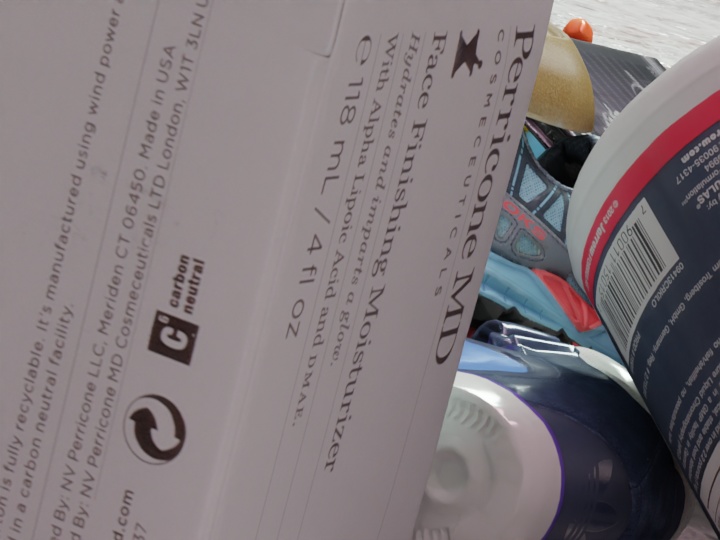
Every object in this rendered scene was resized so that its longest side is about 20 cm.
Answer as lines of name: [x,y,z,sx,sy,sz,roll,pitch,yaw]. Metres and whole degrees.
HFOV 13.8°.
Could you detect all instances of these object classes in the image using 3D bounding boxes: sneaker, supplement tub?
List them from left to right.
sneaker: [0.011,0.047,0.946,0.199,0.081,0.146,20,6,33]
sneaker: [0.086,0.002,1.043,0.079,0.096,0.200,-1,-21,40]
supplement tub: [0.158,0.033,0.863,0.140,0.141,0.201,3,48,-39]

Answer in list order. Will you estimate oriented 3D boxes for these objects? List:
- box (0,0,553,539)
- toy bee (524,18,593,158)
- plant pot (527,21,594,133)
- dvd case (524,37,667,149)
box: [-0.078,-0.015,0.818,0.199,0.200,0.131,20,16,24]
toy bee: [0.075,-0.057,1.327,0.199,0.109,0.131,12,-28,-41]
plant pot: [-0.002,-0.105,1.040,0.199,0.028,0.200,27,10,-5]
dvd case: [0.126,-0.040,1.209,0.149,0.016,0.200,50,19,20]
